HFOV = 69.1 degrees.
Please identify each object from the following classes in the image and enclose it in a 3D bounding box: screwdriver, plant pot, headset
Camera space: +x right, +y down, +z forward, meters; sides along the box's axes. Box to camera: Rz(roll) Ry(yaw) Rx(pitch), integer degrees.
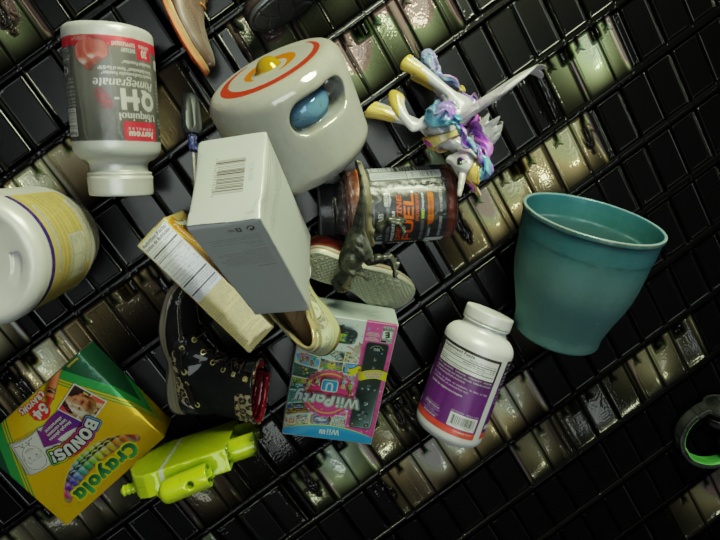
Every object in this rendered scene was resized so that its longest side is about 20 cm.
[{"bbox_3d":[-0.223,-0.145,0.711,0.028,0.028,0.207,-14,79,21],"label":"screwdriver"},{"bbox_3d":[0.314,0.009,0.774,0.193,0.201,0.193,5,116,-9],"label":"plant pot"},{"bbox_3d":[0.657,0.276,0.912,0.198,0.094,0.125,-36,104,12],"label":"headset"}]

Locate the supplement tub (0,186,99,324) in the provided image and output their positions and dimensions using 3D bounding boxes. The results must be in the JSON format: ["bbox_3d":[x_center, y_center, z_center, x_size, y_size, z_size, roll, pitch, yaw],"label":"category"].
[{"bbox_3d":[-0.422,-0.027,0.649,0.140,0.200,0.150,-1,101,-7],"label":"supplement tub"}]

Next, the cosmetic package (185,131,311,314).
[{"bbox_3d":[-0.115,-0.043,0.599,0.078,0.202,0.116,-5,58,6],"label":"cosmetic package"}]

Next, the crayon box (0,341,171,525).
[{"bbox_3d":[-0.415,0.240,0.772,0.199,0.058,0.174,-40,103,1],"label":"crayon box"}]

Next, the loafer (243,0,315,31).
[{"bbox_3d":[-0.080,-0.401,0.704,0.198,0.072,0.064,-37,84,-6],"label":"loafer"}]

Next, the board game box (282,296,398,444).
[{"bbox_3d":[-0.033,0.152,0.792,0.143,0.065,0.206,9,110,-9],"label":"board game box"}]

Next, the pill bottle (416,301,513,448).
[{"bbox_3d":[0.166,0.159,0.812,0.109,0.113,0.206,18,97,-11],"label":"pill bottle"}]

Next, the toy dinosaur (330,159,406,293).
[{"bbox_3d":[0.014,-0.038,0.690,0.085,0.048,0.205,10,122,-6],"label":"toy dinosaur"}]

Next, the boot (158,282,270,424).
[{"bbox_3d":[-0.206,0.124,0.746,0.146,0.073,0.207,8,104,17],"label":"boot"}]

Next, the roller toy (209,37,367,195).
[{"bbox_3d":[-0.090,-0.200,0.660,0.177,0.203,0.142,-15,127,15],"label":"roller toy"}]

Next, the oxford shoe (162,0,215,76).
[{"bbox_3d":[-0.224,-0.363,0.682,0.071,0.071,0.205,-21,102,-8],"label":"oxford shoe"}]

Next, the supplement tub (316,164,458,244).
[{"bbox_3d":[0.035,-0.092,0.750,0.193,0.107,0.111,-5,102,-7],"label":"supplement tub"}]

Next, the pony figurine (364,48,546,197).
[{"bbox_3d":[0.133,-0.211,0.715,0.199,0.168,0.193,42,68,13],"label":"pony figurine"}]

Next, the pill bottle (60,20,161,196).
[{"bbox_3d":[-0.318,-0.202,0.677,0.107,0.111,0.207,-2,101,-7],"label":"pill bottle"}]

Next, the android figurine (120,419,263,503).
[{"bbox_3d":[-0.236,0.267,0.741,0.194,0.182,0.042,-19,94,-6],"label":"android figurine"}]

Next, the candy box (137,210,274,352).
[{"bbox_3d":[-0.204,0.011,0.730,0.055,0.115,0.200,-43,103,1],"label":"candy box"}]

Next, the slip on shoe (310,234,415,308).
[{"bbox_3d":[0.000,0.000,0.785,0.196,0.062,0.075,22,124,-23],"label":"slip on shoe"}]

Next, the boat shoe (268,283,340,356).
[{"bbox_3d":[-0.102,0.028,0.701,0.200,0.062,0.074,45,101,23],"label":"boat shoe"}]
